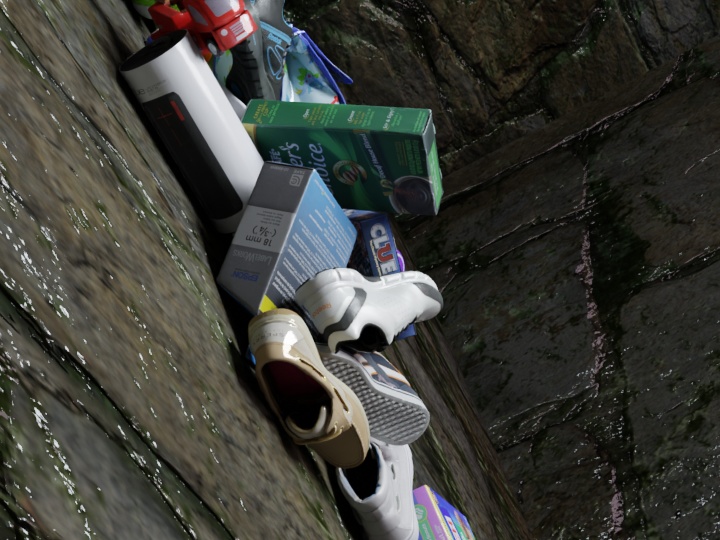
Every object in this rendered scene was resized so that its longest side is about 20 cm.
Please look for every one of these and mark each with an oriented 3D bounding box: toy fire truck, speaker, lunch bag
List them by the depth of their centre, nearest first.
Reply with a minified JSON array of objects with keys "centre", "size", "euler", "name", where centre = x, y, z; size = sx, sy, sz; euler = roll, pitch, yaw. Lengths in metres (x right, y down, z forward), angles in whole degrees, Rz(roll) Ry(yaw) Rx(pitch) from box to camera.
[{"centre":[-0.160,-0.140,1.354],"size":[0.200,0.081,0.081],"euler":[61,6,-24],"name":"speaker"},{"centre":[-0.195,-0.285,1.361],"size":[0.200,0.049,0.141],"euler":[8,-48,56],"name":"toy fire truck"},{"centre":[-0.096,-0.208,1.606],"size":[0.170,0.127,0.201],"euler":[28,-40,52],"name":"lunch bag"}]

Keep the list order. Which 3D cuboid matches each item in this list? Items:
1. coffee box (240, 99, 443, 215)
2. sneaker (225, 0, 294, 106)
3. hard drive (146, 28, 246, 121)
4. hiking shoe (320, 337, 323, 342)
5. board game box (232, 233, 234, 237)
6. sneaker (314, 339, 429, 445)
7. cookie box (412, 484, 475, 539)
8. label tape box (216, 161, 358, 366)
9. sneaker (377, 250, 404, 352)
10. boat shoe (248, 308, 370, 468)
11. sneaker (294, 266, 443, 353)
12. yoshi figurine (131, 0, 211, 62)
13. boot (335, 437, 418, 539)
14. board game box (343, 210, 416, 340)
[{"centre":[-0.018,-0.117,1.403],"size":[0.123,0.199,0.044],"euler":[78,24,-48],"name":"coffee box"},{"centre":[-0.101,-0.229,1.447],"size":[0.073,0.082,0.200],"euler":[39,-24,24],"name":"sneaker"},{"centre":[-0.157,-0.183,1.521],"size":[0.200,0.025,0.132],"euler":[44,-7,38],"name":"hard drive"},{"centre":[-0.029,0.082,1.482],"size":[0.200,0.074,0.087],"euler":[66,4,-54],"name":"hiking shoe"},{"centre":[-0.100,-0.029,1.546],"size":[0.200,0.046,0.152],"euler":[55,9,-52],"name":"board game box"},{"centre":[-0.018,0.113,1.353],"size":[0.200,0.078,0.079],"euler":[33,13,-41],"name":"sneaker"},{"centre":[0.096,0.343,1.480],"size":[0.172,0.075,0.200],"euler":[67,8,25],"name":"cookie box"},{"centre":[-0.080,0.014,1.333],"size":[0.201,0.063,0.144],"euler":[-70,154,-19],"name":"label tape box"},{"centre":[0.035,0.043,1.737],"size":[0.070,0.099,0.200],"euler":[55,42,-28],"name":"sneaker"},{"centre":[-0.049,0.127,1.242],"size":[0.200,0.073,0.069],"euler":[58,20,-35],"name":"boat shoe"},{"centre":[0.017,0.047,1.338],"size":[0.200,0.074,0.080],"euler":[0,58,-50],"name":"sneaker"},{"centre":[-0.206,-0.309,1.590],"size":[0.200,0.112,0.113],"euler":[34,36,-72],"name":"yoshi figurine"},{"centre":[0.012,0.198,1.392],"size":[0.200,0.073,0.096],"euler":[-108,174,-56],"name":"boot"},{"centre":[0.000,0.000,1.511],"size":[0.200,0.034,0.136],"euler":[-162,-123,-71],"name":"board game box"}]
